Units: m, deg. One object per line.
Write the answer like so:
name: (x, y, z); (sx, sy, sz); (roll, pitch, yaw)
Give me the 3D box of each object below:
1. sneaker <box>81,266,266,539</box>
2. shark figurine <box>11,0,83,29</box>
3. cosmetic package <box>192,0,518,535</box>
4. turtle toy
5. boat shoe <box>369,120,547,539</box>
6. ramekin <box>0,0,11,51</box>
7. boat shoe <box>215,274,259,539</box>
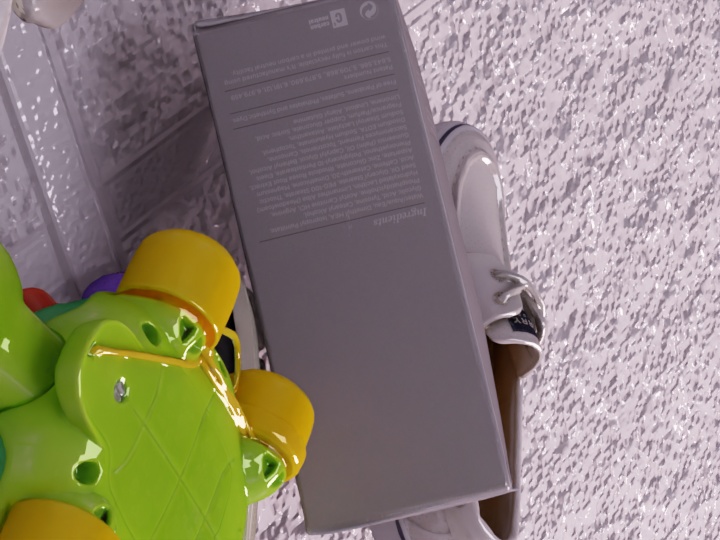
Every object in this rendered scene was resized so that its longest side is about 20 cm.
sneaker: (-0.092, 0.096, 0.935); (0.083, 0.081, 0.200); (4, 84, -38)
shark figurine: (-0.094, -0.181, 0.834); (0.128, 0.089, 0.215); (83, 2, -82)
cosmetic package: (0.000, 0.000, 0.924); (0.107, 0.090, 0.200); (60, 19, -82)
turtle toy: (-0.100, 0.056, 0.763); (0.200, 0.101, 0.146); (64, 38, -43)
boat shoe: (0.050, 0.028, 1.012); (0.071, 0.070, 0.200); (28, 61, -44)
ramekin: (-0.198, -0.097, 0.718); (0.200, 0.105, 0.201); (-13, 108, -49)
boat shoe: (-0.070, 0.097, 0.869); (0.072, 0.067, 0.200); (107, -10, -79)
